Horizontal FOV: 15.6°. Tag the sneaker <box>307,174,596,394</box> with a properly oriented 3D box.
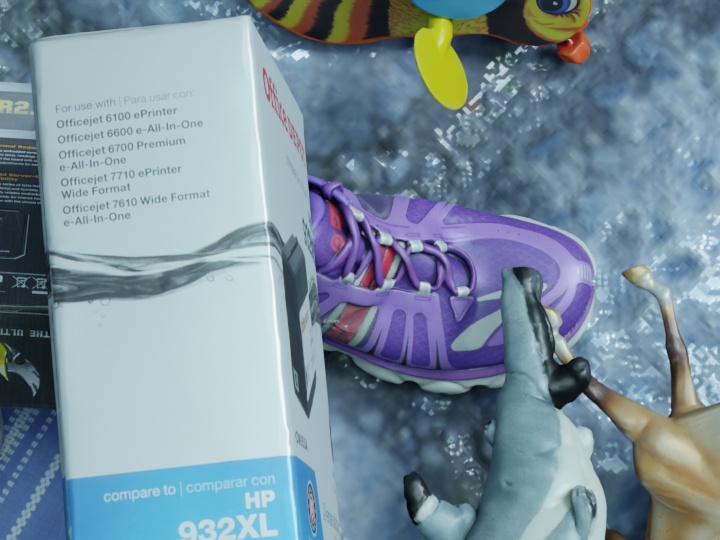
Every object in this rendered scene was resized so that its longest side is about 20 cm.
[{"bbox_3d":[0.000,0.000,1.071,0.199,0.083,0.081,6,76,-6],"label":"sneaker"}]

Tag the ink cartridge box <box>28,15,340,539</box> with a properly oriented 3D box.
[{"bbox_3d":[-0.059,0.025,0.951,0.083,0.145,0.201,-7,78,5],"label":"ink cartridge box"}]

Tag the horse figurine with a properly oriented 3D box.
[{"bbox_3d":[0.163,0.048,1.051,0.199,0.050,0.133,-23,85,13],"label":"horse figurine"}]

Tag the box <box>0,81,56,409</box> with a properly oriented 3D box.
[{"bbox_3d":[-0.204,-0.017,1.025,0.199,0.049,0.159,3,35,-6],"label":"box"}]

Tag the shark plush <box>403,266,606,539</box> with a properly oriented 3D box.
[{"bbox_3d":[0.053,0.098,1.016,0.083,0.091,0.201,8,88,-2],"label":"shark plush"}]

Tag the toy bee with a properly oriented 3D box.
[{"bbox_3d":[0.054,-0.120,1.104,0.199,0.109,0.131,9,58,27],"label":"toy bee"}]

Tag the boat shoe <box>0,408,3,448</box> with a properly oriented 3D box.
[{"bbox_3d":[-0.186,0.126,1.000,0.074,0.086,0.203,20,78,1],"label":"boat shoe"}]

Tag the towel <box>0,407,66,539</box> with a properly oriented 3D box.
[{"bbox_3d":[-0.204,0.079,1.064,0.199,0.024,0.145,29,78,3],"label":"towel"}]
